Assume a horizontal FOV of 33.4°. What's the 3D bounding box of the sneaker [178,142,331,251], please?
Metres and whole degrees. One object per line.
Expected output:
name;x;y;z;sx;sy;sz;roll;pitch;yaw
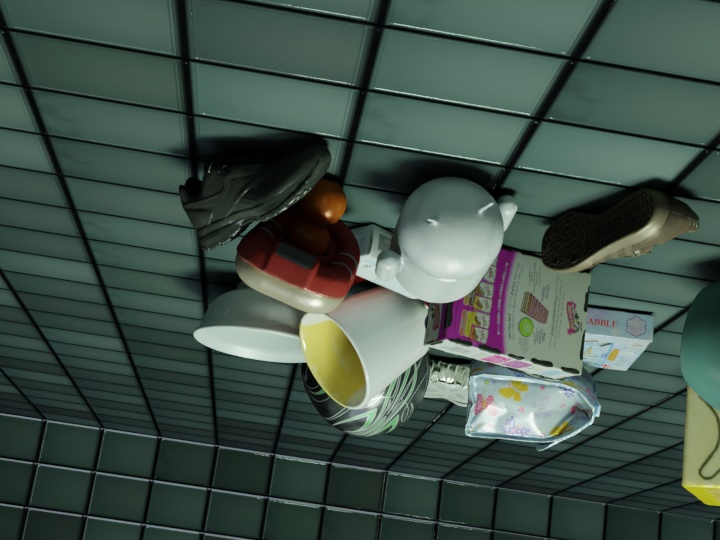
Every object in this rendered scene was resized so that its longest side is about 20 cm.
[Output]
sneaker;-0.119;-0.094;1.278;0.200;0.076;0.091;-27;101;31

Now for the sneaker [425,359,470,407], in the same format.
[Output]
sneaker;0.141;0.186;2.064;0.200;0.076;0.115;0;163;33

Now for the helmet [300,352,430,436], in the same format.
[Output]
helmet;0.014;0.159;1.876;0.200;0.200;0.191;20;176;-34

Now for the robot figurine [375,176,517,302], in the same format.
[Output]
robot figurine;0.092;-0.033;1.312;0.169;0.113;0.200;-27;168;-13

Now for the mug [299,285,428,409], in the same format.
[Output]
mug;0.008;0.088;1.685;0.153;0.150;0.186;-28;-153;-31

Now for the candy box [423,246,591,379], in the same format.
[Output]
candy box;0.184;0.048;1.493;0.200;0.137;0.061;16;163;-22

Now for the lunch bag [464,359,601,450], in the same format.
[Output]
lunch bag;0.267;0.196;1.864;0.199;0.127;0.170;4;-165;6

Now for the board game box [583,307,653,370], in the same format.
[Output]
board game box;0.308;0.096;1.752;0.199;0.041;0.200;7;164;3

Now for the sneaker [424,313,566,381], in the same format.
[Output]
sneaker;0.181;0.092;1.583;0.200;0.076;0.088;24;161;-2

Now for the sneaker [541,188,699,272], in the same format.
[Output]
sneaker;0.278;-0.032;1.304;0.075;0.071;0.200;15;162;-26

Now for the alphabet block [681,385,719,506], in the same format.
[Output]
alphabet block;0.616;0.258;1.866;0.195;0.200;0.196;-1;161;29

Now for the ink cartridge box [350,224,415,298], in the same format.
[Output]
ink cartridge box;0.000;0.000;1.572;0.160;0.047;0.200;22;156;-40

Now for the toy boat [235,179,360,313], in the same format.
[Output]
toy boat;-0.056;-0.041;1.350;0.130;0.131;0.200;24;-166;1

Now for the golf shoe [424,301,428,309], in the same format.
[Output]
golf shoe;0.175;0.050;1.618;0.200;0.075;0.091;-6;155;36

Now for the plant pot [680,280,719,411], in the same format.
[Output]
plant pot;0.478;0.091;1.423;0.161;0.201;0.200;12;168;36

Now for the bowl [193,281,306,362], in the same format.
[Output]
bowl;-0.144;0.071;1.797;0.201;0.091;0.201;7;162;2
